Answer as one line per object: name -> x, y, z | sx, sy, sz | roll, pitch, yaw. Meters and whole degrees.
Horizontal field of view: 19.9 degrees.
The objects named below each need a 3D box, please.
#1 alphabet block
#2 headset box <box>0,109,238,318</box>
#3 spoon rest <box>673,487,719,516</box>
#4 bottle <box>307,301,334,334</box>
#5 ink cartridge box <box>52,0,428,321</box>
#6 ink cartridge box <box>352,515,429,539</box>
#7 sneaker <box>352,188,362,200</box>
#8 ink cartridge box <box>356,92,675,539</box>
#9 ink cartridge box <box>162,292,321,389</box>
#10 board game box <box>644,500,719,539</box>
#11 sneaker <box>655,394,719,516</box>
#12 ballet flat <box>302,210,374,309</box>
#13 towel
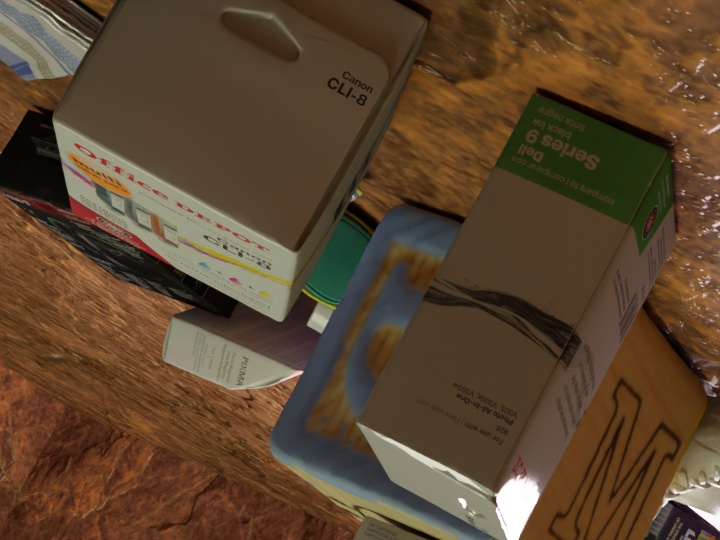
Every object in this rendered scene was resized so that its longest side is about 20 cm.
alphabet block -> 0.091, 0.100, 1.384 | 0.195, 0.197, 0.200 | 21, 167, 35
headset box -> -0.196, -0.051, 1.681 | 0.149, 0.077, 0.200 | 17, 162, 42
spoon rest -> 0.243, 0.149, 1.613 | 0.099, 0.061, 0.200 | 18, 178, 44
bottle -> 0.055, 0.070, 1.614 | 0.200, 0.065, 0.084 | 29, 130, -1
ink cartridge box -> -0.067, -0.081, 1.101 | 0.145, 0.145, 0.200 | 28, 167, 2
ink cartridge box -> 0.087, 0.232, 1.380 | 0.119, 0.042, 0.200 | 18, 162, 39
sneaker -> -0.089, -0.056, 1.410 | 0.200, 0.082, 0.074 | 17, 165, 49
ink cartridge box -> 0.086, 0.030, 1.083 | 0.084, 0.200, 0.146 | 26, 168, 16
ink cartridge box -> -0.040, 0.073, 1.728 | 0.200, 0.057, 0.162 | 26, -157, 26
board game box -> 0.205, 0.190, 1.744 | 0.165, 0.057, 0.200 | 28, -179, -5
sneaker -> 0.233, 0.147, 1.455 | 0.200, 0.116, 0.074 | 18, 163, 35
ballet flat -> 0.000, 0.000, 1.503 | 0.200, 0.067, 0.067 | 34, -172, -31
towel -> -0.242, -0.174, 1.399 | 0.147, 0.024, 0.200 | 36, 166, -30
